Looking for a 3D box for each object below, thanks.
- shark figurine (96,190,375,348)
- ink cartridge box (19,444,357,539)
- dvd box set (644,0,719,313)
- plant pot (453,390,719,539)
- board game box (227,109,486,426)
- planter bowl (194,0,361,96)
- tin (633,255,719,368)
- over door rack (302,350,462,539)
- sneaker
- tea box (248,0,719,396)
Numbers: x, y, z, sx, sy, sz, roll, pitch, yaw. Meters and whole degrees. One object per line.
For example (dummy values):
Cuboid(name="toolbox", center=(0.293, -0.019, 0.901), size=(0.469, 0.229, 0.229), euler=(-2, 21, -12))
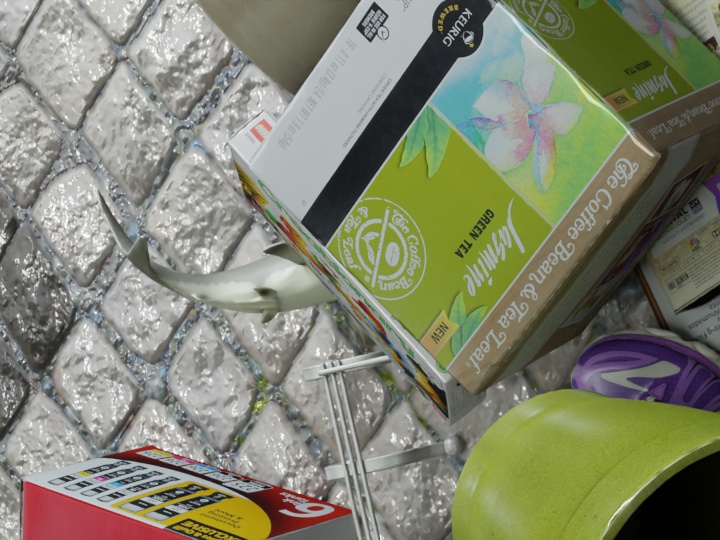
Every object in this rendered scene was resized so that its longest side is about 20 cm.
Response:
Cuboid(name="shark figurine", center=(-0.059, -0.013, 1.883), size=(0.090, 0.214, 0.128), euler=(-97, -1, -48))
Cuboid(name="ink cartridge box", center=(-0.133, 0.193, 1.931), size=(0.200, 0.176, 0.084), euler=(14, 107, 38))
Cuboid(name="dvd box set", center=(0.191, -0.096, 1.645), size=(0.146, 0.029, 0.200), euler=(-38, 73, 40))
Cuboid(name="plant pot", center=(0.148, 0.152, 1.509), size=(0.193, 0.200, 0.201), euler=(29, 118, 60))
Cuboid(name="board game box", center=(0.000, 0.000, 1.737), size=(0.035, 0.126, 0.200), euler=(-40, 77, -7))
Cuboid(name="planter bowl", center=(-0.046, -0.225, 1.790), size=(0.135, 0.200, 0.200), euler=(-38, 70, 10))
Cuboid(name="tin", center=(0.204, -0.030, 1.691), size=(0.112, 0.042, 0.200), euler=(-34, 75, 44))
Cuboid(name="over door rack", center=(0.071, 0.111, 1.820), size=(0.200, 0.067, 0.148), euler=(-14, 89, 28))
Cuboid(name="sneaker", center=(0.198, 0.102, 1.640), size=(0.200, 0.083, 0.081), euler=(38, 110, 27))
Cuboid(name="tea box", center=(0.080, -0.076, 1.622), size=(0.197, 0.134, 0.200), euler=(44, 125, 14))
